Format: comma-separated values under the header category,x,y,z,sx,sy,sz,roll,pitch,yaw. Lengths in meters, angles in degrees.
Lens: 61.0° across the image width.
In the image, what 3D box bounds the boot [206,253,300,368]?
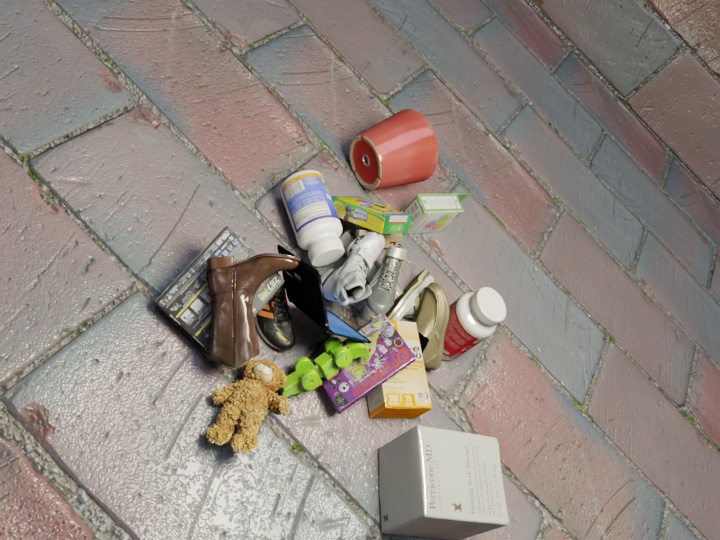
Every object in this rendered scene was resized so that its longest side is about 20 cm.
category,x,y,z,sx,sy,sz,roll,pitch,yaw
boot,-0.195,0.075,1.139,0.181,0.064,0.205,-5,81,-1

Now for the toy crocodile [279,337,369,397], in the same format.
category,x,y,z,sx,sy,sz,roll,pitch,yaw
toy crocodile,-0.073,0.195,1.224,0.198,0.067,0.063,-31,118,-15

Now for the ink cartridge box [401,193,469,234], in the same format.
category,x,y,z,sx,sy,sz,roll,pitch,yaw
ink cartridge box,0.207,-0.154,1.649,0.197,0.104,0.060,-7,65,-37

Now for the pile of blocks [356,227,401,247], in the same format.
category,x,y,z,sx,sy,sz,roll,pitch,yaw
pile of blocks,0.034,-0.071,1.489,0.199,0.080,0.064,-10,102,-61

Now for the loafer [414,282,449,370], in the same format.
category,x,y,z,sx,sy,sz,roll,pitch,yaw
loafer,0.157,0.129,1.410,0.066,0.075,0.206,2,89,-33

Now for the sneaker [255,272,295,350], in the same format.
category,x,y,z,sx,sy,sz,roll,pitch,yaw
sneaker,-0.181,0.063,1.257,0.069,0.090,0.203,-12,69,-38

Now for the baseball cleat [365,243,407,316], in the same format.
category,x,y,z,sx,sy,sz,roll,pitch,yaw
baseball cleat,0.058,0.007,1.365,0.068,0.108,0.202,16,36,1

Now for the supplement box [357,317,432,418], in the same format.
category,x,y,z,sx,sy,sz,roll,pitch,yaw
supplement box,0.074,0.215,1.345,0.124,0.074,0.204,8,58,-30

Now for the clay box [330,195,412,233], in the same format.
category,x,y,z,sx,sy,sz,roll,pitch,yaw
clay box,0.012,-0.138,1.457,0.198,0.049,0.114,24,19,34

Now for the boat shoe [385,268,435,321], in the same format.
category,x,y,z,sx,sy,sz,roll,pitch,yaw
boat shoe,0.128,0.076,1.469,0.069,0.075,0.200,46,52,-3

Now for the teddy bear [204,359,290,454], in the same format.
category,x,y,z,sx,sy,sz,roll,pitch,yaw
teddy bear,-0.205,0.242,1.125,0.143,0.068,0.200,21,48,29

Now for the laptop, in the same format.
category,x,y,z,sx,sy,sz,roll,pitch,yaw
laptop,-0.074,0.049,1.242,0.102,0.204,0.176,-22,30,-27

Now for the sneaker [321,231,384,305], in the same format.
category,x,y,z,sx,sy,sz,roll,pitch,yaw
sneaker,0.000,0.000,1.340,0.200,0.114,0.076,-45,120,-14

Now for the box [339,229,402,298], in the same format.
category,x,y,z,sx,sy,sz,roll,pitch,yaw
box,0.022,-0.008,1.467,0.201,0.041,0.039,50,21,4

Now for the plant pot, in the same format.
category,x,y,z,sx,sy,sz,roll,pitch,yaw
plant pot,0.078,-0.308,1.612,0.175,0.201,0.203,-23,75,-30

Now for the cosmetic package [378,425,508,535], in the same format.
category,x,y,z,sx,sy,sz,roll,pitch,yaw
cosmetic package,0.157,0.423,1.207,0.196,0.166,0.171,15,54,-24

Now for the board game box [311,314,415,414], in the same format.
category,x,y,z,sx,sy,sz,roll,pitch,yaw
board game box,0.004,0.192,1.275,0.198,0.032,0.121,-32,71,-17

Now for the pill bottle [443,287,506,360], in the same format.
category,x,y,z,sx,sy,sz,roll,pitch,yaw
pill bottle,0.247,0.123,1.434,0.110,0.200,0.114,16,54,-23

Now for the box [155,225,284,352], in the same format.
category,x,y,z,sx,sy,sz,roll,pitch,yaw
box,-0.268,0.042,1.183,0.161,0.049,0.201,41,76,-2

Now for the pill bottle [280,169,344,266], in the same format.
category,x,y,z,sx,sy,sz,roll,pitch,yaw
pill bottle,-0.106,-0.118,1.408,0.110,0.112,0.204,-7,67,-36
